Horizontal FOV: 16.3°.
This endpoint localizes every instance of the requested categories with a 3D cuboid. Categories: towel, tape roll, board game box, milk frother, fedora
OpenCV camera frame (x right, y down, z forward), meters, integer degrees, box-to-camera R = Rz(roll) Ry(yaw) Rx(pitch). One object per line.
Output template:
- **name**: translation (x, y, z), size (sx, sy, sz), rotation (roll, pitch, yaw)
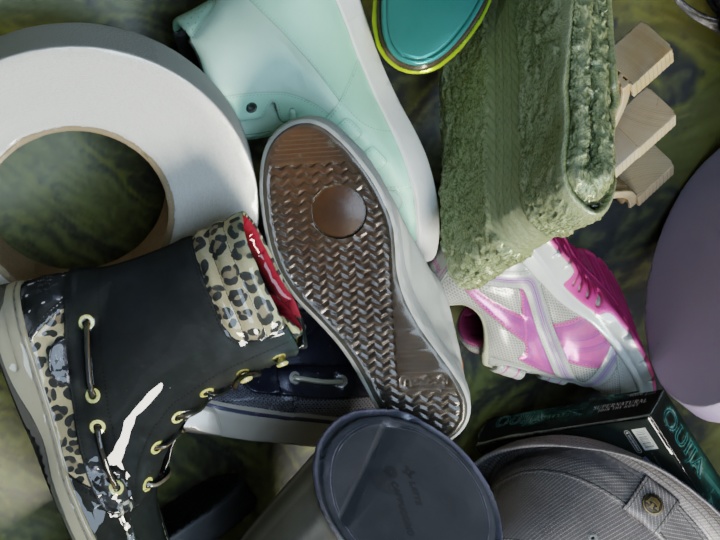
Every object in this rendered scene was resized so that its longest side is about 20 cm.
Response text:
- **towel**: translation (0.088, -0.099, 1.387), size (0.036, 0.148, 0.200), rotation (13, 64, -28)
- **tape roll**: translation (-0.156, -0.037, 1.365), size (0.203, 0.037, 0.203), rotation (-3, 119, -5)
- **board game box**: translation (0.174, 0.162, 1.530), size (0.200, 0.135, 0.028), rotation (56, 46, -23)
- **milk frother**: translation (0.025, 0.203, 1.401), size (0.200, 0.181, 0.188), rotation (4, 143, -33)
- **fedora**: translation (0.138, 0.192, 1.488), size (0.200, 0.177, 0.090), rotation (44, 47, -9)

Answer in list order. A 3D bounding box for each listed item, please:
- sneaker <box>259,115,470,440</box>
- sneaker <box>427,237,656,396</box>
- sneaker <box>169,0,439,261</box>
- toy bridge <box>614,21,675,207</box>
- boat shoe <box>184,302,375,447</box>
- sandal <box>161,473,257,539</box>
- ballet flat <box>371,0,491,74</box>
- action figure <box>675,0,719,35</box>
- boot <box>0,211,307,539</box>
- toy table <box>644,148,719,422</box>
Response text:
- **sneaker**: translation (0.000, 0.000, 1.400), size (0.073, 0.085, 0.200), rotation (-21, 107, 10)
- **sneaker**: translation (0.106, 0.026, 1.498), size (0.088, 0.081, 0.200), rotation (-32, 126, 14)
- **sneaker**: translation (-0.036, -0.076, 1.419), size (0.118, 0.074, 0.200), rotation (-28, 107, -13)
- **toy bridge**: translation (0.150, -0.074, 1.447), size (0.067, 0.200, 0.027), rotation (-42, 72, -8)
- **boat shoe**: translation (-0.053, 0.053, 1.452), size (0.200, 0.075, 0.093), rotation (9, 86, -26)
- **sandal**: translation (-0.139, 0.190, 1.437), size (0.200, 0.075, 0.048), rotation (-33, 104, -12)
- **ballet flat**: translation (0.052, -0.203, 1.417), size (0.067, 0.067, 0.200), rotation (14, 84, -5)
- **action figure**: translation (0.286, -0.122, 1.506), size (0.200, 0.119, 0.102), rotation (15, 128, 17)
- **boot**: translation (-0.096, 0.078, 1.351), size (0.154, 0.073, 0.204), rotation (-21, 103, 8)
- **toy table**: translation (0.255, 0.026, 1.511), size (0.117, 0.184, 0.200), rotation (36, 54, -30)
